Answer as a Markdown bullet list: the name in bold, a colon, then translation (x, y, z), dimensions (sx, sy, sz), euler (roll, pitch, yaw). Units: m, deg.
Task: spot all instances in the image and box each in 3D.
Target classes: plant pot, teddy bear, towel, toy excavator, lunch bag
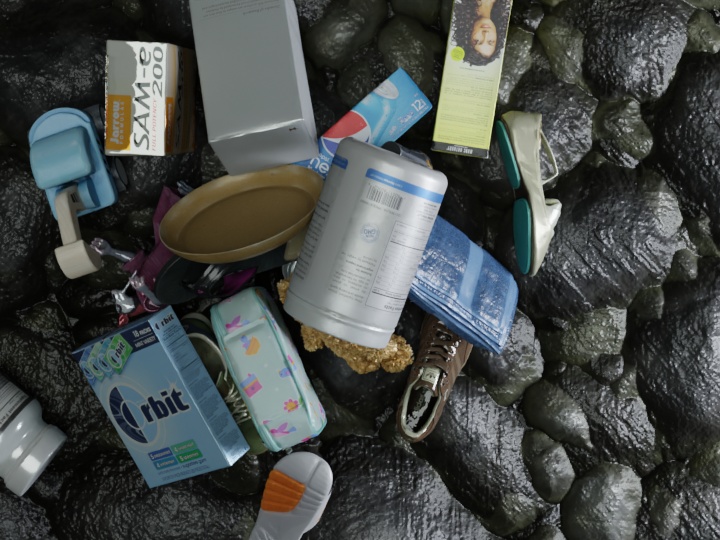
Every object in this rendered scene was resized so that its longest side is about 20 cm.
- **plant pot**: translation (-0.133, -0.062, 1.447), dimensions (0.197, 0.201, 0.028), euler (-14, 119, 4)
- **teddy bear**: translation (-0.019, 0.071, 1.523), dimensions (0.143, 0.201, 0.067), euler (12, 62, 27)
- **towel**: translation (0.111, 0.006, 1.512), dimensions (0.199, 0.048, 0.113), euler (35, 58, -28)
- **toy excavator**: translation (-0.344, -0.096, 1.499), dimensions (0.098, 0.200, 0.197), euler (-17, 96, 5)
- **lunch bag**: translation (-0.111, 0.122, 1.539), dimensions (0.076, 0.160, 0.203), euler (-23, 90, 0)

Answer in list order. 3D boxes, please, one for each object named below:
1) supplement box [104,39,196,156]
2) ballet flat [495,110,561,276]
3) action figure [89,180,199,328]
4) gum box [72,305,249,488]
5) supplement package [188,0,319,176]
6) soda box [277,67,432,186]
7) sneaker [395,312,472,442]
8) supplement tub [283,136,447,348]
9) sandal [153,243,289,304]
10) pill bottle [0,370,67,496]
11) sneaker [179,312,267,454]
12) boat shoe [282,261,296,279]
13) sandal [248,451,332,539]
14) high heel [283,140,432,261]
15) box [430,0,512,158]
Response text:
- **supplement box**: translation (-0.242, -0.200, 1.482), dimensions (0.072, 0.200, 0.128), euler (2, 98, 2)
- **ballet flat**: translation (0.214, -0.096, 1.544), dimensions (0.068, 0.069, 0.204), euler (-10, 96, 4)
- **action figure**: translation (-0.241, -0.008, 1.575), dimensions (0.148, 0.135, 0.201), euler (19, 116, -42)
- **gum box**: translation (-0.247, 0.159, 1.554), dimensions (0.169, 0.044, 0.202), euler (-20, 101, 42)
- **supplement package**: translation (-0.125, -0.233, 1.482), dimensions (0.115, 0.117, 0.203), euler (-11, 73, 4)
- **soda box**: translation (-0.006, -0.158, 1.542), dimensions (0.199, 0.068, 0.064), euler (-41, 94, 7)
- **sneaker**: translation (0.097, 0.120, 1.567), dimensions (0.069, 0.076, 0.203), euler (17, 98, 1)
- **supplement tub**: translation (0.005, -0.032, 1.384), dimensions (0.130, 0.132, 0.203), euler (21, 97, 0)
- **sandal**: translation (-0.150, -0.007, 1.503), dimensions (0.198, 0.048, 0.076), euler (-22, 135, -17)
- **pill bottle**: translation (-0.473, 0.183, 1.583), dimensions (0.199, 0.116, 0.117), euler (39, 97, -3)
- **sneaker**: translation (-0.177, 0.150, 1.577), dimensions (0.066, 0.090, 0.202), euler (-30, 95, 5)
- **boat shoe**: translation (0.001, 0.002, 1.563), dimensions (0.198, 0.065, 0.076), euler (8, 97, 2)
- **sandal**: translation (-0.089, 0.305, 1.613), dimensions (0.079, 0.059, 0.208), euler (35, 119, 15)
- **high heel**: translation (0.002, -0.071, 1.526), dimensions (0.200, 0.142, 0.072), euler (-42, 72, 14)
- **box**: translation (0.135, -0.241, 1.534), dimensions (0.074, 0.050, 0.204), euler (7, 98, 2)
